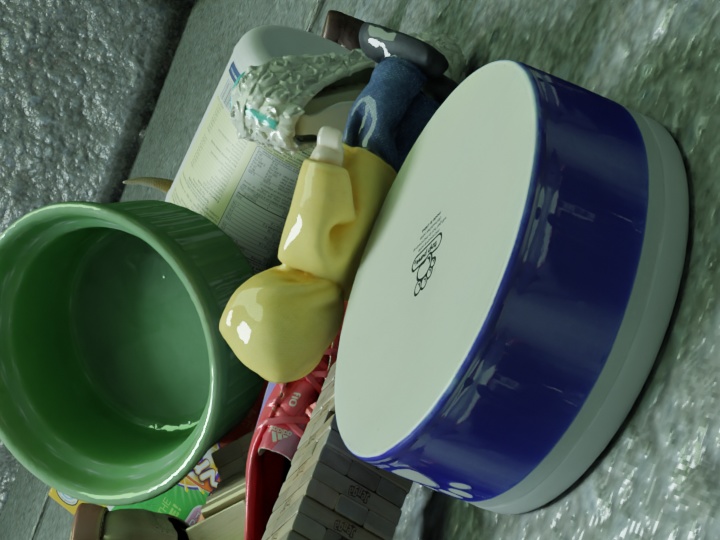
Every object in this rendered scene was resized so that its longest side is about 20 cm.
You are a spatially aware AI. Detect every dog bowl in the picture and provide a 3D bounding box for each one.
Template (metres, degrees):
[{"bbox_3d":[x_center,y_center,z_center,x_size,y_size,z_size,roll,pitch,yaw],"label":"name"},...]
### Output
[{"bbox_3d":[0.064,0.007,0.620,0.201,0.078,0.201,-58,20,34],"label":"dog bowl"}]

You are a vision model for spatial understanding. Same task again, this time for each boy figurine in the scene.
[{"bbox_3d":[-0.009,-0.030,0.734,0.201,0.064,0.124,-63,-23,-7],"label":"boy figurine"}]

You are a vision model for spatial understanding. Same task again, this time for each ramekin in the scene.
[{"bbox_3d":[-0.157,0.047,0.888,0.201,0.199,0.098,-62,-16,22],"label":"ramekin"}]

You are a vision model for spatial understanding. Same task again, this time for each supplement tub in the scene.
[{"bbox_3d":[-0.063,-0.065,0.990,0.201,0.144,0.145,-61,18,26],"label":"supplement tub"}]

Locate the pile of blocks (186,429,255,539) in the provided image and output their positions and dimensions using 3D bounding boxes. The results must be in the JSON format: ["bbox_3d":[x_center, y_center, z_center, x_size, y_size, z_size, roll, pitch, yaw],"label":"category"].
[{"bbox_3d":[-0.074,0.174,0.826,0.062,0.082,0.200,-28,18,19],"label":"pile of blocks"}]

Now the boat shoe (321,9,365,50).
[{"bbox_3d":[-0.048,-0.145,1.166,0.201,0.071,0.073,-56,21,38],"label":"boat shoe"}]

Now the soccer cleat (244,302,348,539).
[{"bbox_3d":[-0.030,0.080,0.771,0.068,0.073,0.202,6,84,27],"label":"soccer cleat"}]

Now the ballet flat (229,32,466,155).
[{"bbox_3d":[0.008,-0.106,0.834,0.071,0.199,0.072,23,121,44],"label":"ballet flat"}]

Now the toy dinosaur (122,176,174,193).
[{"bbox_3d":[-0.099,-0.046,1.099,0.058,0.200,0.102,22,74,43],"label":"toy dinosaur"}]

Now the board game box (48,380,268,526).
[{"bbox_3d":[-0.131,0.126,0.970,0.201,0.152,0.040,-63,-16,21],"label":"board game box"}]

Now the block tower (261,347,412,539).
[{"bbox_3d":[-0.002,0.098,0.696,0.058,0.054,0.201,-50,14,49],"label":"block tower"}]

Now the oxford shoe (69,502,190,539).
[{"bbox_3d":[-0.145,0.197,0.880,0.200,0.073,0.072,99,174,-77],"label":"oxford shoe"}]

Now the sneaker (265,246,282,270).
[{"bbox_3d":[0.000,0.000,0.846,0.199,0.076,0.115,-45,39,42],"label":"sneaker"}]
